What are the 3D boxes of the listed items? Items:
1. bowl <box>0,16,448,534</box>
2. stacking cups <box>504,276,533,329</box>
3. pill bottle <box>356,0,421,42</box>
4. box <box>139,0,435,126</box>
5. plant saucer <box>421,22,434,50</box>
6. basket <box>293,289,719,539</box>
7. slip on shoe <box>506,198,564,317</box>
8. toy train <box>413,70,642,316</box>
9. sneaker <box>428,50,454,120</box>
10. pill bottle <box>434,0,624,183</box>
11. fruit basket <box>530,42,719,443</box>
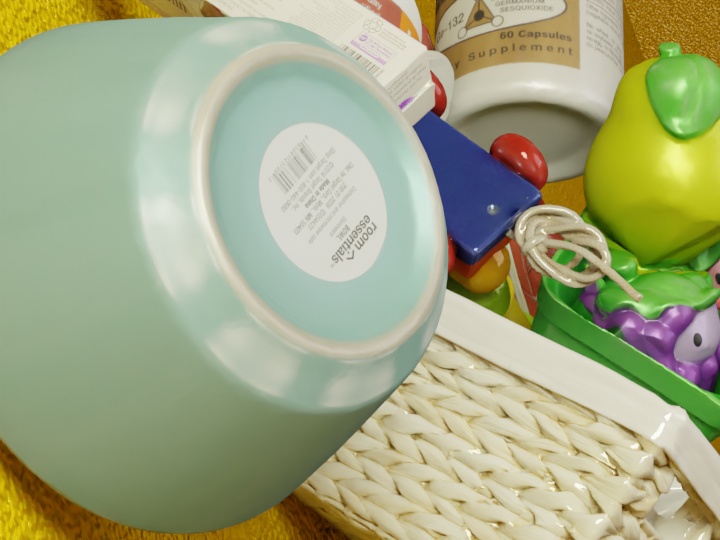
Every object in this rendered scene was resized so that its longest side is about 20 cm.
[{"bbox_3d":[-0.045,-0.012,0.700,0.200,0.105,0.202,16,65,-37],"label":"bowl"},{"bbox_3d":[0.104,0.085,1.172,0.061,0.060,0.200,-88,153,-47],"label":"stacking cups"},{"bbox_3d":[-0.031,-0.080,0.890,0.112,0.112,0.201,54,39,-53],"label":"pill bottle"},{"bbox_3d":[-0.054,-0.116,0.811,0.200,0.041,0.039,35,-23,27],"label":"box"},{"bbox_3d":[0.041,-0.085,1.263,0.200,0.037,0.201,-117,-171,-78],"label":"plant saucer"},{"bbox_3d":[0.068,0.103,0.946,0.124,0.200,0.136,-55,142,-10],"label":"basket"},{"bbox_3d":[0.123,-0.001,1.269,0.074,0.061,0.201,-22,96,-77],"label":"slip on shoe"},{"bbox_3d":[0.061,-0.008,0.985,0.200,0.085,0.116,38,-22,26],"label":"toy train"},{"bbox_3d":[-0.040,-0.099,1.043,0.200,0.088,0.076,-2,110,-52],"label":"sneaker"},{"bbox_3d":[0.102,-0.164,1.169,0.114,0.114,0.201,51,37,-57],"label":"pill bottle"},{"bbox_3d":[0.178,-0.015,1.059,0.155,0.216,0.216,33,16,4],"label":"fruit basket"}]
